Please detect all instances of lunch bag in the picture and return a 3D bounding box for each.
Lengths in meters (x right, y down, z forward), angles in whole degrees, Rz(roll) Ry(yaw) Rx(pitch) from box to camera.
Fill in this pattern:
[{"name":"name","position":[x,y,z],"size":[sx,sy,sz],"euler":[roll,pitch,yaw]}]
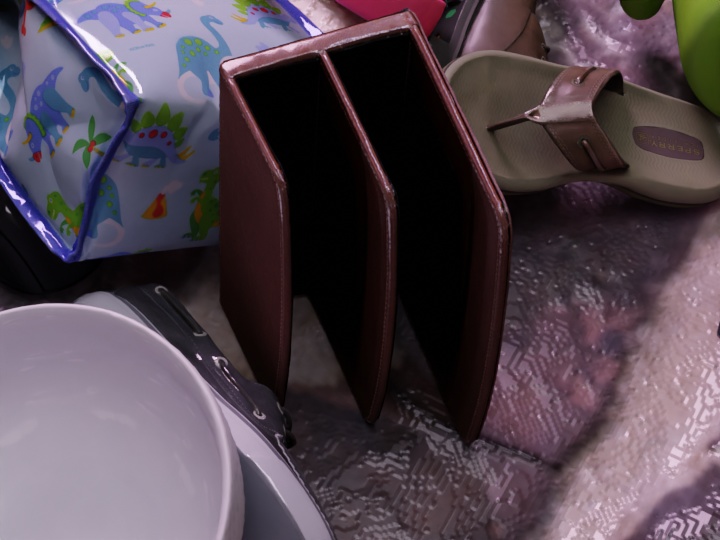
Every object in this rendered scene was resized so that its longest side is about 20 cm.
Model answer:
[{"name":"lunch bag","position":[-0.121,-0.110,1.263],"size":[0.169,0.128,0.200],"euler":[-4,39,-42]}]

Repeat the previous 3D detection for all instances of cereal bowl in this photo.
[{"name":"cereal bowl","position":[-0.145,0.122,1.134],"size":[0.198,0.083,0.202],"euler":[-5,67,12]}]

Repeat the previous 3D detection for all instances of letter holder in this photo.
[{"name":"letter holder","position":[0.000,0.000,1.171],"size":[0.100,0.201,0.143],"euler":[-17,58,-14]}]

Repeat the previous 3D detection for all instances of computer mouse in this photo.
[{"name":"computer mouse","position":[-0.237,-0.050,1.286],"size":[0.140,0.046,0.200],"euler":[-33,63,-25]}]

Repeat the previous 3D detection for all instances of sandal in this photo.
[{"name":"sandal","position":[0.125,-0.082,1.284],"size":[0.200,0.057,0.080],"euler":[4,70,-27]}]

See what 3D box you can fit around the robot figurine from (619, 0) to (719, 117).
[{"name":"robot figurine","position":[0.231,-0.160,1.339],"size":[0.174,0.116,0.201],"euler":[-9,45,10]}]

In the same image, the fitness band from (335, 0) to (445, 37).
[{"name":"fitness band","position":[-0.031,-0.179,1.318],"size":[0.038,0.143,0.200],"euler":[-55,31,6]}]

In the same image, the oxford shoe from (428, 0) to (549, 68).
[{"name":"oxford shoe","position":[0.075,-0.120,1.350],"size":[0.084,0.073,0.201],"euler":[34,55,-8]}]

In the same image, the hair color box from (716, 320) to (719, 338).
[{"name":"hair color box","position":[0.234,-0.051,1.219],"size":[0.060,0.201,0.100],"euler":[16,55,8]}]

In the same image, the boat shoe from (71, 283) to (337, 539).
[{"name":"boat shoe","position":[-0.068,0.079,1.200],"size":[0.066,0.070,0.200],"euler":[-23,56,-40]}]
